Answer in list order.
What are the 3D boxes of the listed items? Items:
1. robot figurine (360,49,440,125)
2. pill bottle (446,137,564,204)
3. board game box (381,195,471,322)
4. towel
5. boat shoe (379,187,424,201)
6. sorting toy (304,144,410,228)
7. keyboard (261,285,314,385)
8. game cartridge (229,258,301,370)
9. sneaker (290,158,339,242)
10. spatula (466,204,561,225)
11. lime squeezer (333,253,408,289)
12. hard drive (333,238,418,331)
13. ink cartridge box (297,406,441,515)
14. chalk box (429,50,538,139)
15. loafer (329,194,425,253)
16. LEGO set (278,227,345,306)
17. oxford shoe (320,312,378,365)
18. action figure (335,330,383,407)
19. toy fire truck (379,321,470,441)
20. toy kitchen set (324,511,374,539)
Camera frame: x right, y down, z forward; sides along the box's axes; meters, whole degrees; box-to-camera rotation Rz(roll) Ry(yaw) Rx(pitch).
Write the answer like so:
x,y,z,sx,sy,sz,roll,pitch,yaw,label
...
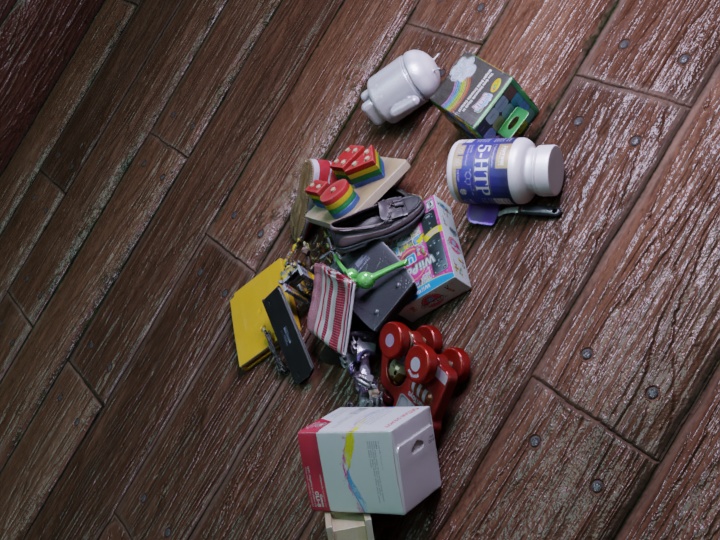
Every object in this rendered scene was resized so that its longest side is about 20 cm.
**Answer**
x,y,z,sx,sy,sz,roll,pitch,yaw,label
0.093,-0.401,1.881,0.198,0.112,0.172,-31,44,25,robot figurine
0.270,-0.185,1.603,0.196,0.119,0.122,3,69,33,pill bottle
0.123,-0.024,1.694,0.146,0.064,0.203,-32,51,26,board game box
-0.061,0.073,1.698,0.199,0.022,0.148,-155,70,-66,towel
0.046,-0.149,1.825,0.197,0.064,0.075,2,70,42,boat shoe
-0.023,-0.185,1.823,0.200,0.070,0.198,-45,25,-12,sorting toy
-0.161,0.146,1.832,0.127,0.020,0.204,-38,69,44,keyboard
-0.218,0.098,1.956,0.175,0.032,0.203,-35,47,23,game cartridge
-0.091,-0.157,1.960,0.071,0.110,0.204,45,129,42,sneaker
0.288,-0.111,1.624,0.197,0.020,0.058,4,67,42,spatula
0.000,0.000,1.657,0.197,0.037,0.072,5,69,46,lime squeezer
0.027,0.021,1.678,0.136,0.042,0.200,-50,42,8,hard drive
0.019,0.325,1.493,0.196,0.144,0.148,-8,94,34,ink cartridge box
0.256,-0.315,1.689,0.126,0.123,0.200,-50,46,6,chalk box
0.032,-0.101,1.688,0.197,0.064,0.073,-25,40,4,loafer
-0.108,-0.027,1.858,0.199,0.115,0.156,-36,49,21,LEGO set
-0.004,0.113,1.742,0.199,0.071,0.072,-41,27,11,oxford shoe
0.005,0.218,1.641,0.132,0.068,0.203,111,155,-44,action figure
0.097,0.196,1.581,0.199,0.110,0.171,38,113,46,toy fire truck
0.030,0.502,1.508,0.159,0.180,0.205,-9,95,-4,toy kitchen set
